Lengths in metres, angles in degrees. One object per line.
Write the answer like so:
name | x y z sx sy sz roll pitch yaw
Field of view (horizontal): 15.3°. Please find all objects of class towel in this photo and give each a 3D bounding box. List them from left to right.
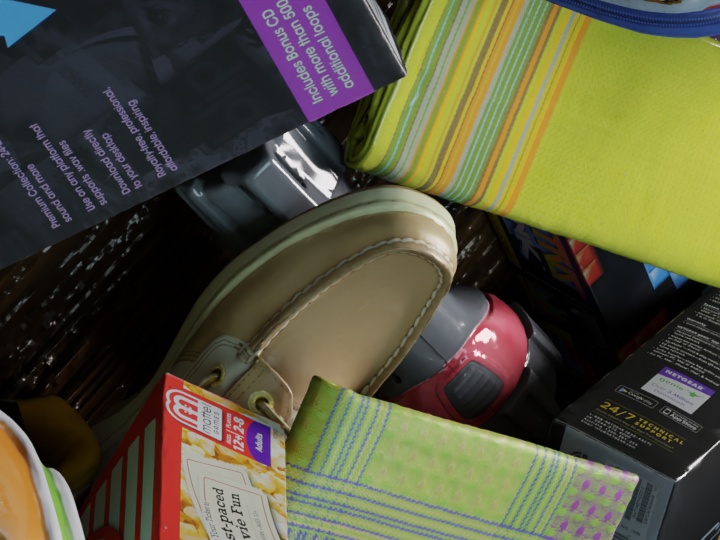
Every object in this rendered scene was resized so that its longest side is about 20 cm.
towel | -0.003 0.139 0.879 0.143 0.023 0.200 18 102 -34
towel | 0.079 -0.053 0.935 0.200 0.018 0.086 17 100 -43

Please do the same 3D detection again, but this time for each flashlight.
flashlight | 0.000 0.000 0.940 0.200 0.068 0.068 45 44 -42

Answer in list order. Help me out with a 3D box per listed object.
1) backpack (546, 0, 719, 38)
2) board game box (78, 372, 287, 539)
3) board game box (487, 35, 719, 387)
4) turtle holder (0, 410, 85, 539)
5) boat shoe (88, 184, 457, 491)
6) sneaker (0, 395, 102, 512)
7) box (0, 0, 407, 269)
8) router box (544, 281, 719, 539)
backpack | 0.097 -0.172 0.840 0.191 0.200 0.154 -52 155 -21
board game box | -0.073 0.146 0.770 0.046 0.200 0.152 25 115 -16
board game box | 0.136 -0.069 1.032 0.200 0.057 0.165 -45 137 -15
turtle holder | -0.142 0.115 0.701 0.141 0.132 0.186 24 100 -48
boat shoe | -0.037 0.056 0.877 0.074 0.066 0.200 26 119 -37
sneaker | -0.158 0.052 0.799 0.082 0.078 0.200 -48 149 17
box | -0.104 -0.068 0.758 0.200 0.036 0.143 -25 134 7
router box | 0.109 0.115 1.013 0.157 0.052 0.200 -33 143 -51
